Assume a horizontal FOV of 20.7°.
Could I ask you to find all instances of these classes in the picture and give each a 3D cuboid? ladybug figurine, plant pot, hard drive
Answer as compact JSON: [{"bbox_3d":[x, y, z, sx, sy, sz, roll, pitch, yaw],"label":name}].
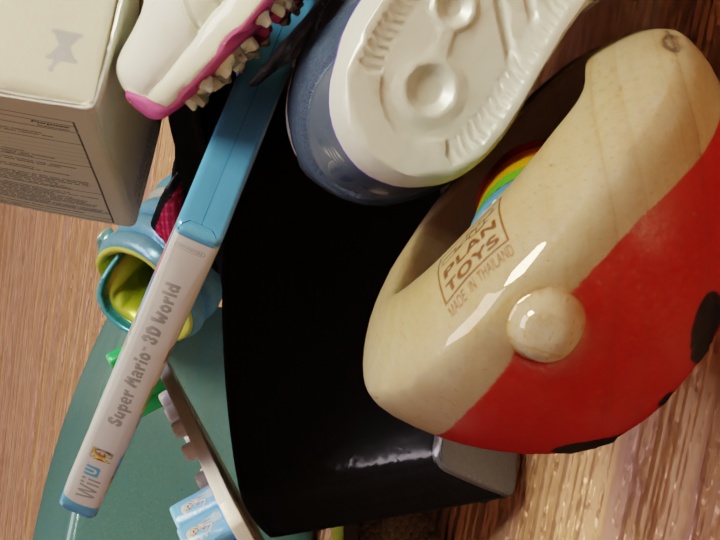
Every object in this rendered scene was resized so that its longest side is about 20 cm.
[{"bbox_3d":[0.063,-0.003,0.578,0.136,0.072,0.200,-46,6,19],"label":"ladybug figurine"},{"bbox_3d":[-0.103,0.122,1.083,0.141,0.140,0.202,158,120,-72],"label":"plant pot"},{"bbox_3d":[0.000,0.000,0.807,0.134,0.042,0.202,-14,67,33],"label":"hard drive"}]

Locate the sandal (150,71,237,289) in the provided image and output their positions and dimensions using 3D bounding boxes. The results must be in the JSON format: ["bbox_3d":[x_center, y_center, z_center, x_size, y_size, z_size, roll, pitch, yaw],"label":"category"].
[{"bbox_3d":[-0.072,-0.044,0.882,0.201,0.045,0.076,79,-164,-55],"label":"sandal"}]

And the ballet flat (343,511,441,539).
[{"bbox_3d":[0.019,0.055,0.856,0.067,0.046,0.202,90,-176,-70],"label":"ballet flat"}]

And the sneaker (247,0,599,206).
[{"bbox_3d":[0.045,-0.109,0.644,0.201,0.080,0.146,-54,10,-4],"label":"sneaker"}]

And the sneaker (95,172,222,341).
[{"bbox_3d":[-0.089,-0.023,1.048,0.131,0.079,0.200,-48,1,-5],"label":"sneaker"}]

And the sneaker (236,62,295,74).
[{"bbox_3d":[-0.028,-0.112,0.983,0.074,0.087,0.201,-35,24,24],"label":"sneaker"}]

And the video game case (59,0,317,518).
[{"bbox_3d":[-0.064,-0.011,0.740,0.200,0.018,0.144,119,171,-52],"label":"video game case"}]

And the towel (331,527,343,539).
[{"bbox_3d":[0.001,0.095,0.946,0.086,0.018,0.202,140,132,-75],"label":"towel"}]

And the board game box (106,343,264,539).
[{"bbox_3d":[-0.042,0.140,0.837,0.201,0.026,0.200,64,174,-24],"label":"board game box"}]

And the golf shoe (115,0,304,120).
[{"bbox_3d":[-0.032,-0.135,0.603,0.200,0.091,0.075,-52,1,31],"label":"golf shoe"}]

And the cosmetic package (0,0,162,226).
[{"bbox_3d":[-0.128,-0.084,0.733,0.200,0.102,0.088,113,169,-80],"label":"cosmetic package"}]
